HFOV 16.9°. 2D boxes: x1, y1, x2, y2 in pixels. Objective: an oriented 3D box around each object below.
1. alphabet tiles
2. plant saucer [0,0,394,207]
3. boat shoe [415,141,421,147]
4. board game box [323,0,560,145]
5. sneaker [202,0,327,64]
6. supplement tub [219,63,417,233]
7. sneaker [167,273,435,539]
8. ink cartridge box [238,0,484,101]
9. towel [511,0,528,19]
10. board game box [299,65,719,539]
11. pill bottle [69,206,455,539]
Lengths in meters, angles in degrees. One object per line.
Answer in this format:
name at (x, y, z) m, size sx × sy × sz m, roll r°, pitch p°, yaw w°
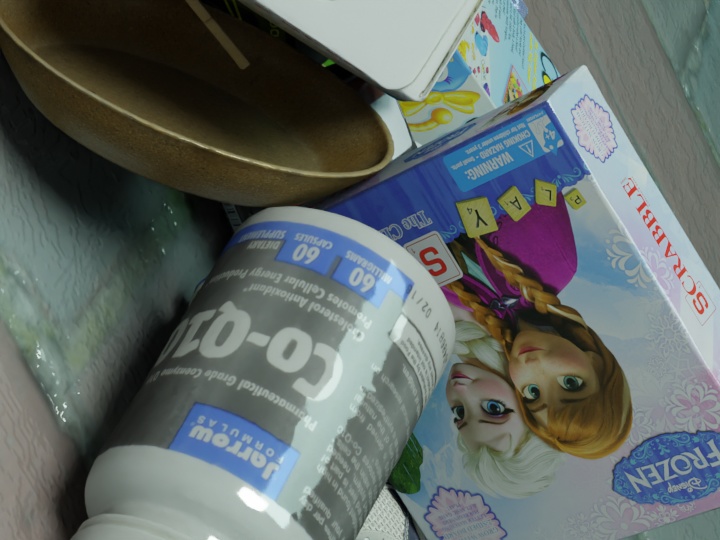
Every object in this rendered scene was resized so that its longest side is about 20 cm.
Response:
alphabet tiles at (-0.133, -0.194, 1.120) m, size 0.200 × 0.008 × 0.167 m, roll 50°, pitch 3°, yaw -38°
plant saucer at (-0.082, -0.079, 1.105) m, size 0.199 × 0.036 × 0.200 m, roll 22°, pitch 20°, yaw -8°
boat shoe at (0.037, -0.001, 1.361) m, size 0.200 × 0.070 × 0.066 m, roll 55°, pitch 15°, yaw -47°
board game box at (0.028, -0.124, 1.386) m, size 0.200 × 0.103 × 0.105 m, roll 52°, pitch 31°, yaw -35°
sneaker at (-0.078, -0.178, 1.242) m, size 0.200 × 0.084 × 0.074 m, roll 54°, pitch 5°, yaw 16°
supplement tub at (0.000, 0.000, 1.242) m, size 0.201 × 0.106 × 0.107 m, roll 66°, pitch 26°, yaw -10°
sneaker at (-0.035, 0.098, 1.160) m, size 0.201 × 0.077 × 0.085 m, roll 58°, pitch 34°, yaw -8°
ink cartridge box at (-0.016, -0.146, 1.089) m, size 0.144 × 0.085 × 0.200 m, roll 32°, pitch 4°, yaw -3°
towel at (0.058, -0.176, 1.577) m, size 0.147 × 0.024 × 0.200 m, roll 59°, pitch 28°, yaw -24°
board game box at (0.072, 0.034, 1.100) m, size 0.200 × 0.199 × 0.041 m, roll 57°, pitch 42°, yaw -9°
pill bottle at (-0.047, 0.080, 1.032) m, size 0.114 × 0.113 × 0.201 m, roll 54°, pitch 50°, yaw -33°
